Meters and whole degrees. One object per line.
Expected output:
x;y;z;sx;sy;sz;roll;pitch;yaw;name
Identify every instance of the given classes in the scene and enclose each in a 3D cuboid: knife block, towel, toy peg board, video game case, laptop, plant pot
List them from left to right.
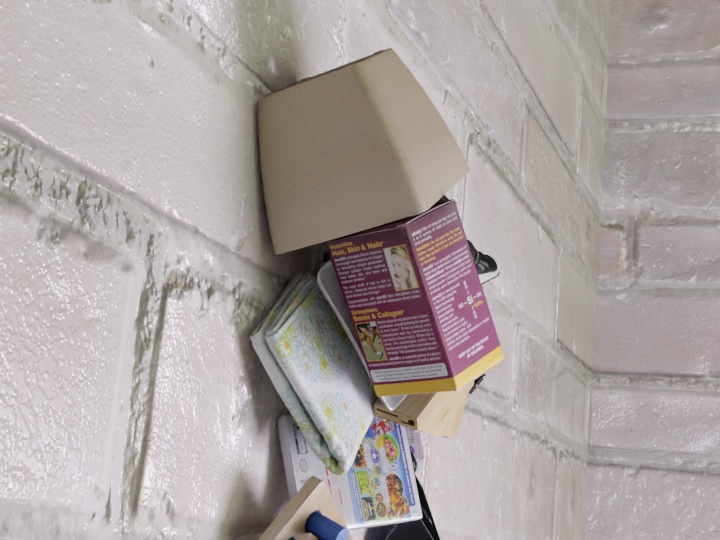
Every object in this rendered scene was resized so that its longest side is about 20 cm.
-0.051;0.376;1.291;0.200;0.097;0.200;-48;140;-27;toy peg board
-0.048;0.119;1.377;0.201;0.048;0.171;61;27;-15;towel
-0.011;0.247;1.430;0.199;0.018;0.144;3;69;-42;video game case
-0.010;-0.152;1.365;0.200;0.199;0.178;-42;115;-62;plant pot
0.048;0.393;1.759;0.188;0.115;0.201;64;5;-50;laptop
0.104;0.121;1.484;0.200;0.064;0.177;24;82;-63;knife block

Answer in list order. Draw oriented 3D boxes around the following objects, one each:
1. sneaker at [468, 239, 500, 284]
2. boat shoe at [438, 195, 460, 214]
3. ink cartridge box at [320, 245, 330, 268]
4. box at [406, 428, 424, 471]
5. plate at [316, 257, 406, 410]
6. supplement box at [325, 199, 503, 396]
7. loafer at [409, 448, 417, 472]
0.195;-0.021;2.044;0.200;0.075;0.088;-29;111;-66;sneaker
0.092;-0.097;1.674;0.057;0.068;0.200;62;-2;-13;boat shoe
0.000;0.000;1.545;0.116;0.067;0.201;53;43;-56;ink cartridge box
0.054;0.186;1.627;0.039;0.041;0.201;103;-17;-53;box
0.038;0.037;1.426;0.200;0.032;0.201;-44;114;-40;plate
0.063;0.034;1.339;0.103;0.130;0.201;-27;103;-44;supplement box
0.002;0.198;1.528;0.068;0.070;0.201;-30;94;-47;loafer
